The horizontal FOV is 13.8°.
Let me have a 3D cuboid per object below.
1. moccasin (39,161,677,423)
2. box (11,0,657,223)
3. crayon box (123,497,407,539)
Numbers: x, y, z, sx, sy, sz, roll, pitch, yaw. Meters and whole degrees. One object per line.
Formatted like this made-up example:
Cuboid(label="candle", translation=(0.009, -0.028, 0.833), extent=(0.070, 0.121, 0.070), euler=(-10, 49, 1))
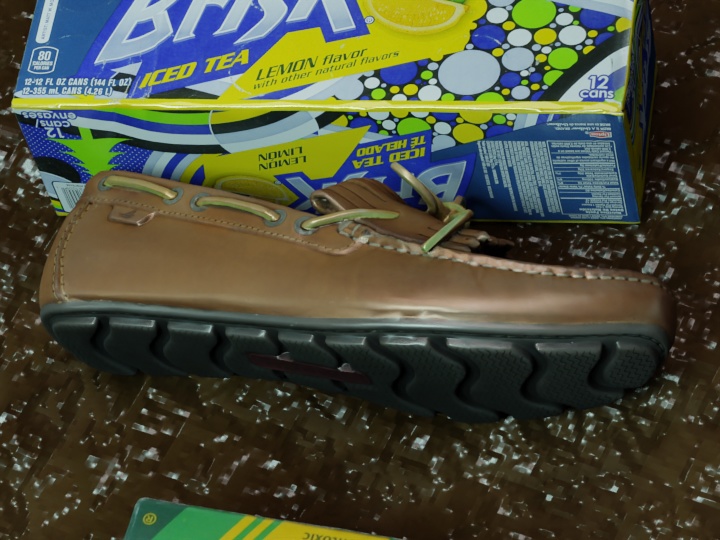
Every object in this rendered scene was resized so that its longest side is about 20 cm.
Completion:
Cuboid(label="moccasin", translation=(0.001, 0.001, 0.924), extent=(0.201, 0.074, 0.078), euler=(4, 65, 26))
Cuboid(label="box", translation=(-0.007, -0.060, 0.969), extent=(0.199, 0.064, 0.070), euler=(1, 56, 12))
Cuboid(label="crayon box", translation=(-0.028, 0.166, 0.820), extent=(0.126, 0.051, 0.201), euler=(7, 57, 16))
